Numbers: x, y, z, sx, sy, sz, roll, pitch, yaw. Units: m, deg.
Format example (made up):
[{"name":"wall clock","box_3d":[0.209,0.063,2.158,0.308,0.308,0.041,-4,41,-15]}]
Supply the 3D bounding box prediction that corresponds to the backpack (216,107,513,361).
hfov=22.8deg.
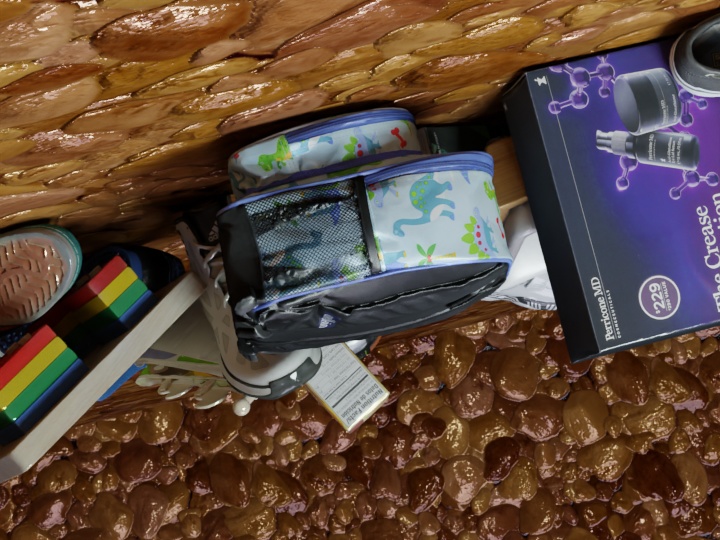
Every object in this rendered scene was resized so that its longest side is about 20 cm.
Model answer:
[{"name":"backpack","box_3d":[0.000,-0.031,1.243,0.198,0.148,0.183,-10,172,-4]}]

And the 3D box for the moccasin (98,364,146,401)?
[{"name":"moccasin","box_3d":[-0.244,0.064,1.791,0.068,0.081,0.200,9,-160,24]}]

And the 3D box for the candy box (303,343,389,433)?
[{"name":"candy box","box_3d":[-0.058,0.059,1.638,0.055,0.200,0.115,-43,176,-4]}]

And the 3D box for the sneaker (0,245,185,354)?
[{"name":"sneaker","box_3d":[-0.239,0.030,1.573,0.199,0.071,0.078,-21,164,37]}]

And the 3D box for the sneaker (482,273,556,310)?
[{"name":"sneaker","box_3d":[0.134,-0.014,1.551,0.198,0.076,0.115,3,168,-1]}]

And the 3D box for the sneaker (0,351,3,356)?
[{"name":"sneaker","box_3d":[-0.257,0.056,1.697,0.199,0.081,0.146,-21,169,25]}]

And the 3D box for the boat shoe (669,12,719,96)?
[{"name":"boat shoe","box_3d":[0.307,-0.162,1.199,0.198,0.071,0.066,-7,176,6]}]

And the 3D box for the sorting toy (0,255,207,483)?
[{"name":"sorting toy","box_3d":[-0.238,0.072,1.383,0.200,0.070,0.199,-47,-171,-27]}]

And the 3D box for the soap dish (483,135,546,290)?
[{"name":"soap dish","box_3d":[0.174,-0.070,1.382,0.199,0.082,0.158,-22,164,-12]}]

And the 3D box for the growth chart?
[{"name":"growth chart","box_3d":[-0.118,0.054,1.450,0.199,0.018,0.145,14,-130,48]}]

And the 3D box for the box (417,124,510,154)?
[{"name":"box","box_3d":[0.063,-0.081,1.447,0.144,0.037,0.199,-20,173,40]}]

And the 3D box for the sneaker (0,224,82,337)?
[{"name":"sneaker","box_3d":[-0.273,0.009,1.383,0.199,0.072,0.080,-29,-171,38]}]

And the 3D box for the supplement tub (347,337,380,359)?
[{"name":"supplement tub","box_3d":[-0.032,0.037,1.845,0.121,0.124,0.200,-14,173,-1]}]

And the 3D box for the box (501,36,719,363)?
[{"name":"box","box_3d":[0.196,-0.051,1.262,0.140,0.202,0.079,-14,174,-9]}]

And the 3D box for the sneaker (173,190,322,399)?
[{"name":"sneaker","box_3d":[-0.100,0.013,1.372,0.075,0.116,0.201,-30,-146,-7]}]
